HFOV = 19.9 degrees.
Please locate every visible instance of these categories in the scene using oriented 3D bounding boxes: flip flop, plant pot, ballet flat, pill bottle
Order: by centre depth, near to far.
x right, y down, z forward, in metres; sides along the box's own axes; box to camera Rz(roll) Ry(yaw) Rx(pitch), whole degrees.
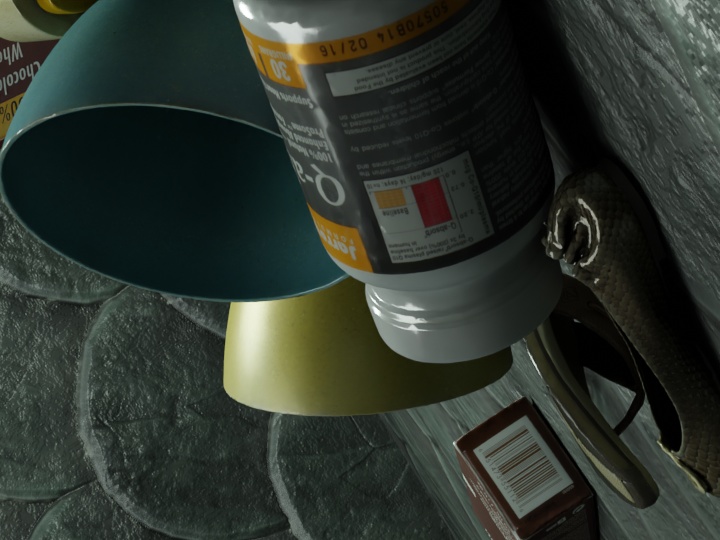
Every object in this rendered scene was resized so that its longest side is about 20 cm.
[{"bbox_3d":[0.024,-0.063,0.935,0.116,0.116,0.201,50,163,56],"label":"pill bottle"},{"bbox_3d":[0.132,0.036,0.961,0.067,0.046,0.201,47,167,55],"label":"ballet flat"},{"bbox_3d":[0.118,0.033,1.078,0.081,0.057,0.201,57,-168,-48],"label":"flip flop"},{"bbox_3d":[-0.081,-0.089,1.093,0.200,0.199,0.136,67,-152,-58],"label":"plant pot"},{"bbox_3d":[0.000,0.000,1.385,0.200,0.199,0.143,-138,42,-71],"label":"plant pot"}]

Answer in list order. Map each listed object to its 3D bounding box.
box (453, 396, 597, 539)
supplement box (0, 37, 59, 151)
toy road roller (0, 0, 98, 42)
[{"bbox_3d":[0.135,0.186,1.648,0.100,0.075,0.200,56,176,23],"label":"box"},{"bbox_3d":[-0.169,-0.181,1.278,0.133,0.196,0.201,14,-123,-65],"label":"supplement box"},{"bbox_3d":[-0.167,-0.239,1.145,0.123,0.145,0.201,9,121,62],"label":"toy road roller"}]
